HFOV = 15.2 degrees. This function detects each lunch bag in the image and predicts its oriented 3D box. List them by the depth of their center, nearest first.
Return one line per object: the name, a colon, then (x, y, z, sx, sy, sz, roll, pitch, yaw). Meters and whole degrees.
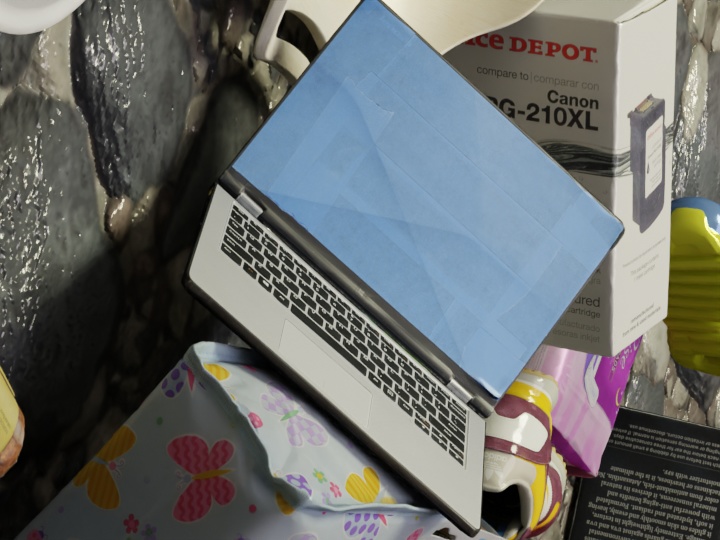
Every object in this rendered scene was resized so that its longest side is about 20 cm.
lunch bag: (-0.056, 0.130, 1.303, 0.170, 0.127, 0.200, -47, 151, 18)

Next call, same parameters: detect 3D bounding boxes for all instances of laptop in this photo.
laptop: (0.028, -0.007, 1.319, 0.116, 0.187, 0.200, -45, -167, 19)

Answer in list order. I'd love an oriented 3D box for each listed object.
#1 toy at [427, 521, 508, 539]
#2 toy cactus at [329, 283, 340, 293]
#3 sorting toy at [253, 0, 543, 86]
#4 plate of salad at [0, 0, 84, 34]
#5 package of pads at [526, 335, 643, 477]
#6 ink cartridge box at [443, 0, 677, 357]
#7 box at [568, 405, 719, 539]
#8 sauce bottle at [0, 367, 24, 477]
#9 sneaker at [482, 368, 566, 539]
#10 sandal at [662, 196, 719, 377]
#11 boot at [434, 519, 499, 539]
toy: (-0.004, 0.216, 1.433, 0.115, 0.047, 0.200, 24, 114, -38)
toy cactus: (0.000, 0.000, 1.470, 0.200, 0.102, 0.166, 2, 88, -53)
sorting toy: (0.008, -0.166, 1.415, 0.181, 0.106, 0.200, -63, 148, -15)
plate of salad: (-0.138, -0.203, 1.176, 0.200, 0.048, 0.201, -52, 152, -44)
package of pads: (0.136, 0.021, 1.729, 0.121, 0.075, 0.201, 47, 58, -55)
ink cartridge box: (0.101, -0.067, 1.560, 0.084, 0.144, 0.201, -30, 125, -55)
box: (0.235, 0.211, 1.932, 0.200, 0.123, 0.199, 17, 86, -62)
sauce bottle: (-0.200, 0.012, 1.118, 0.066, 0.066, 0.200, -58, 144, -34)
sneaker: (0.082, 0.134, 1.641, 0.200, 0.075, 0.090, 77, 28, -60)
sandal: (0.223, -0.004, 1.734, 0.200, 0.079, 0.087, 63, 41, -64)
boot: (0.058, 0.235, 1.554, 0.097, 0.075, 0.201, -41, 129, -23)
